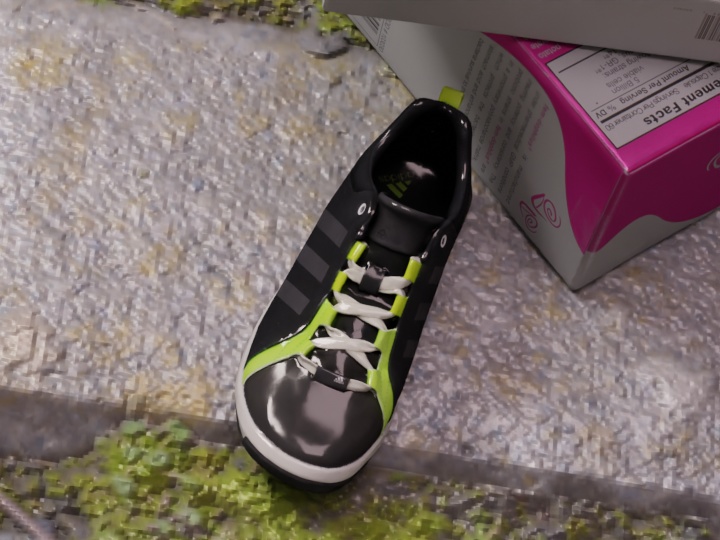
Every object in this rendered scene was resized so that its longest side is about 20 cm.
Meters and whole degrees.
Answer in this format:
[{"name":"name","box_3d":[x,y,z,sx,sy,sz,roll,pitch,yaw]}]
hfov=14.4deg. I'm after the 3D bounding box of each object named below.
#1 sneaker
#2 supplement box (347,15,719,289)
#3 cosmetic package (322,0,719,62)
[{"name":"sneaker","box_3d":[0.000,0.000,1.239,0.072,0.083,0.200,20,57,1]},{"name":"supplement box","box_3d":[0.086,-0.108,1.314,0.103,0.101,0.200,-27,68,-25]},{"name":"cosmetic package","box_3d":[0.086,-0.175,1.264,0.200,0.052,0.151,7,60,-8]}]
